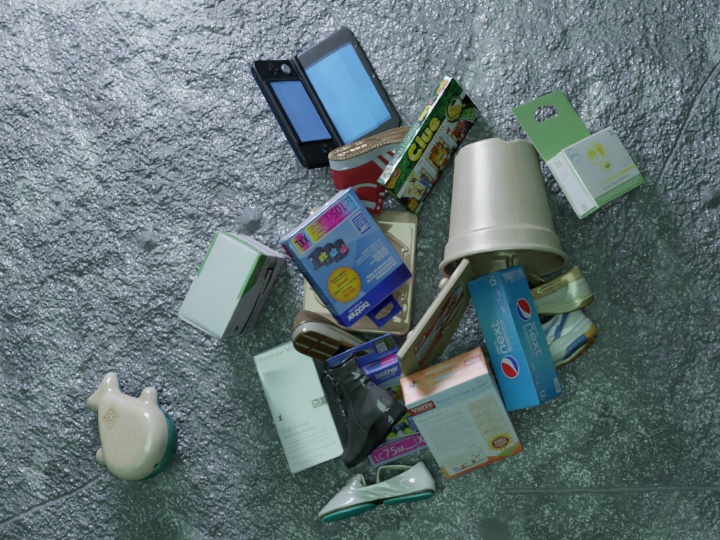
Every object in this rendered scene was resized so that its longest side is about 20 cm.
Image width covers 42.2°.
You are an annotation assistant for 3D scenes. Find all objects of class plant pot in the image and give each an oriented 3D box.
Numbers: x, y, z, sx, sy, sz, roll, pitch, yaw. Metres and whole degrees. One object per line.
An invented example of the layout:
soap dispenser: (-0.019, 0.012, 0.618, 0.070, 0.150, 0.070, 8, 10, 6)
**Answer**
plant pot: (0.215, -0.095, 1.442, 0.196, 0.201, 0.188, -5, 75, 10)

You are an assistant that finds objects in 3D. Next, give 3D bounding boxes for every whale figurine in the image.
whale figurine: (-0.386, 0.265, 1.582, 0.200, 0.103, 0.160, 41, 96, 34)

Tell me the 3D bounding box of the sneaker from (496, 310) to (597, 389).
sneaker: (0.277, 0.131, 1.476, 0.199, 0.075, 0.089, -40, 63, 6)

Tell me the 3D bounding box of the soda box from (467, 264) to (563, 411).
soda box: (0.230, 0.100, 1.392, 0.067, 0.063, 0.204, -22, 83, 48)

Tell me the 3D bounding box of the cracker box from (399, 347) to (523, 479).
cracker box: (0.156, 0.220, 1.417, 0.132, 0.202, 0.058, -21, 40, 8)

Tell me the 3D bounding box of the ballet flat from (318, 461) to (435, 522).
ballet flat: (0.024, 0.356, 1.513, 0.196, 0.069, 0.071, -15, 85, 5)

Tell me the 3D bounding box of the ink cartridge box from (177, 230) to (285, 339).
ink cartridge box: (-0.201, 0.023, 1.495, 0.083, 0.200, 0.148, 27, 93, 7)

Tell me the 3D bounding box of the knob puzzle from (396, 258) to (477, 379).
knob puzzle: (0.113, 0.082, 1.430, 0.030, 0.219, 0.222, 32, 93, 19)

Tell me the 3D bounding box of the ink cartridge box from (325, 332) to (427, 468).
ink cartridge box: (0.035, 0.209, 1.480, 0.117, 0.042, 0.203, -21, 110, 8)

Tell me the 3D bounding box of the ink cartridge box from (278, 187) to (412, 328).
ink cartridge box: (-0.014, -0.007, 1.450, 0.136, 0.076, 0.201, -38, 100, -9)

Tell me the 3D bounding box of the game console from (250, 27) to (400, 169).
game console: (-0.056, -0.287, 1.527, 0.118, 0.170, 0.202, -35, 81, 34)

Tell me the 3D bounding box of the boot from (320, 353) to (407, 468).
boot: (-0.011, 0.210, 1.423, 0.132, 0.069, 0.201, 45, 139, 12)

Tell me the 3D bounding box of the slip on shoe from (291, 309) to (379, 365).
slip on shoe: (-0.027, 0.127, 1.500, 0.197, 0.061, 0.076, 26, 119, -24)

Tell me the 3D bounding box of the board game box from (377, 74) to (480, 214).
board game box: (0.111, -0.199, 1.487, 0.023, 0.104, 0.202, 29, 86, 44)

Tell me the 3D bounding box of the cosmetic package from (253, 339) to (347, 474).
cosmetic package: (-0.095, 0.216, 1.531, 0.100, 0.074, 0.204, -22, 85, 8)

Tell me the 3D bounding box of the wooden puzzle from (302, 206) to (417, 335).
wooden puzzle: (0.000, 0.000, 1.539, 0.181, 0.046, 0.205, 4, 84, 10)

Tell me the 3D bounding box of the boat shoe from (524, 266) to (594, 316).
boat shoe: (0.266, 0.036, 1.440, 0.197, 0.074, 0.068, -15, 96, 40)

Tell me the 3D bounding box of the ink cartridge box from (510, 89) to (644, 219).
ink cartridge box: (0.337, -0.193, 1.439, 0.048, 0.144, 0.202, -37, 81, 50)

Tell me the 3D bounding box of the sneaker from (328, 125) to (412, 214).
sneaker: (0.045, -0.161, 1.521, 0.196, 0.071, 0.115, -18, 118, -18)
